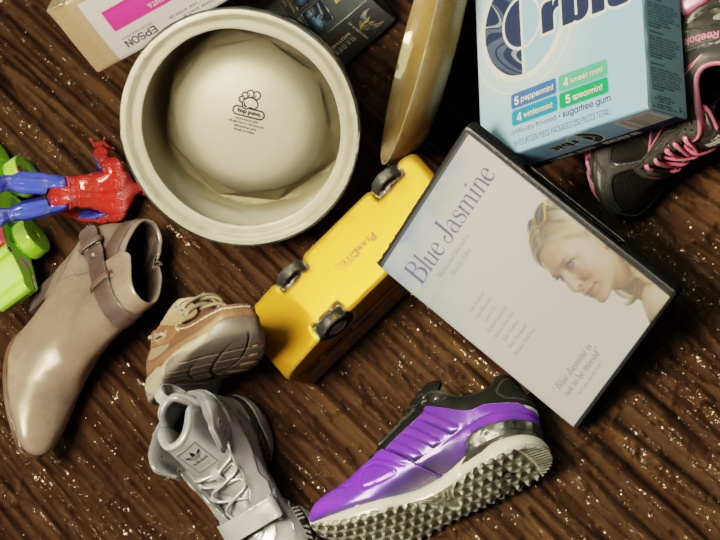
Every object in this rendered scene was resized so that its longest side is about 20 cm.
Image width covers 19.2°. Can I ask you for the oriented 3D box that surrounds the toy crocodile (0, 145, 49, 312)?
[{"bbox_3d":[-0.327,-0.047,1.918,0.067,0.062,0.200,-31,49,19],"label":"toy crocodile"}]

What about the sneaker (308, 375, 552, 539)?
[{"bbox_3d":[0.049,0.140,1.626,0.200,0.070,0.100,-25,55,18],"label":"sneaker"}]

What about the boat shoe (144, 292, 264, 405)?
[{"bbox_3d":[-0.132,0.054,1.706,0.200,0.076,0.072,145,121,-61],"label":"boat shoe"}]

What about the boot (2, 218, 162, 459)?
[{"bbox_3d":[-0.231,0.049,1.815,0.146,0.070,0.200,-27,49,36],"label":"boot"}]

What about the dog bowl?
[{"bbox_3d":[-0.093,-0.125,1.747,0.200,0.074,0.200,3,109,9],"label":"dog bowl"}]

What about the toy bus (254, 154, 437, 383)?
[{"bbox_3d":[0.000,0.000,1.691,0.200,0.078,0.065,-44,68,11],"label":"toy bus"}]

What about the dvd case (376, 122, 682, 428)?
[{"bbox_3d":[0.122,0.004,1.577,0.200,0.018,0.143,40,121,13],"label":"dvd case"}]

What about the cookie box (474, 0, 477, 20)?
[{"bbox_3d":[0.191,-0.228,1.660,0.200,0.075,0.171,-17,65,26],"label":"cookie box"}]

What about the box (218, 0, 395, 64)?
[{"bbox_3d":[-0.078,-0.242,1.849,0.158,0.051,0.200,-40,56,14],"label":"box"}]

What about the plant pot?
[{"bbox_3d":[0.054,-0.178,1.684,0.027,0.200,0.200,13,77,-6],"label":"plant pot"}]

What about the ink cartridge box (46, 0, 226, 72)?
[{"bbox_3d":[-0.149,-0.271,1.785,0.200,0.075,0.165,-25,28,23],"label":"ink cartridge box"}]

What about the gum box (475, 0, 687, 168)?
[{"bbox_3d":[0.157,-0.188,1.564,0.170,0.045,0.200,-16,69,48],"label":"gum box"}]

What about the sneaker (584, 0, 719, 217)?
[{"bbox_3d":[0.232,-0.108,1.551,0.095,0.079,0.200,59,137,41],"label":"sneaker"}]

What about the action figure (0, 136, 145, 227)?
[{"bbox_3d":[-0.278,-0.073,1.870,0.099,0.200,0.065,-137,44,-69],"label":"action figure"}]

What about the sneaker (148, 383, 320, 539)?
[{"bbox_3d":[-0.104,0.176,1.673,0.075,0.115,0.200,-34,58,18],"label":"sneaker"}]
